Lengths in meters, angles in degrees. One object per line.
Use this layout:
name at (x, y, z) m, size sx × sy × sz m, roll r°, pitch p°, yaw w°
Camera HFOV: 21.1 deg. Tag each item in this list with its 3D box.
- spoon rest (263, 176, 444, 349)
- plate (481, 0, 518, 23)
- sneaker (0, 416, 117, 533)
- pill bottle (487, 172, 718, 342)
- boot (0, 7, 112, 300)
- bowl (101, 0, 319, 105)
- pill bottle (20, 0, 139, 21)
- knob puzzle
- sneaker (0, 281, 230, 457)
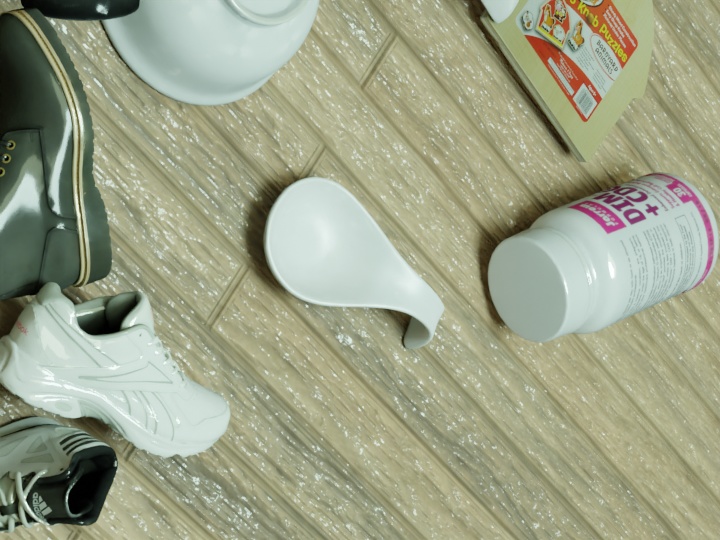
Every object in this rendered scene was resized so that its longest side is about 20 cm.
spoon rest at (0.000, 0.000, 1.555) m, size 0.200 × 0.060 × 0.100 m, roll 36°, pitch 67°, yaw -36°
plate at (0.122, -0.327, 1.582) m, size 0.200 × 0.032 × 0.201 m, roll 41°, pitch 60°, yaw -67°
sneaker at (-0.252, 0.150, 1.300) m, size 0.200 × 0.115 × 0.076 m, roll -23°, pitch 104°, yaw -38°
pill bottle at (0.214, -0.010, 1.703) m, size 0.199 × 0.113 × 0.114 m, roll -21°, pitch 103°, yaw -39°
boot at (-0.256, -0.070, 1.330) m, size 0.138 × 0.077 × 0.201 m, roll -21°, pitch 102°, yaw -34°
bowl at (-0.097, -0.228, 1.454) m, size 0.200 × 0.090 × 0.202 m, roll 0°, pitch 90°, yaw -40°
pill bottle at (-0.193, -0.281, 1.334) m, size 0.112 × 0.112 × 0.201 m, roll -17°, pitch 121°, yaw -39°
knob puzzle at (0.197, -0.230, 1.746) m, size 0.219 × 0.030 × 0.221 m, roll 1°, pitch 89°, yaw -40°
sneaker at (-0.162, 0.067, 1.383) m, size 0.200 × 0.078 × 0.100 m, roll 23°, pitch 104°, yaw -40°
